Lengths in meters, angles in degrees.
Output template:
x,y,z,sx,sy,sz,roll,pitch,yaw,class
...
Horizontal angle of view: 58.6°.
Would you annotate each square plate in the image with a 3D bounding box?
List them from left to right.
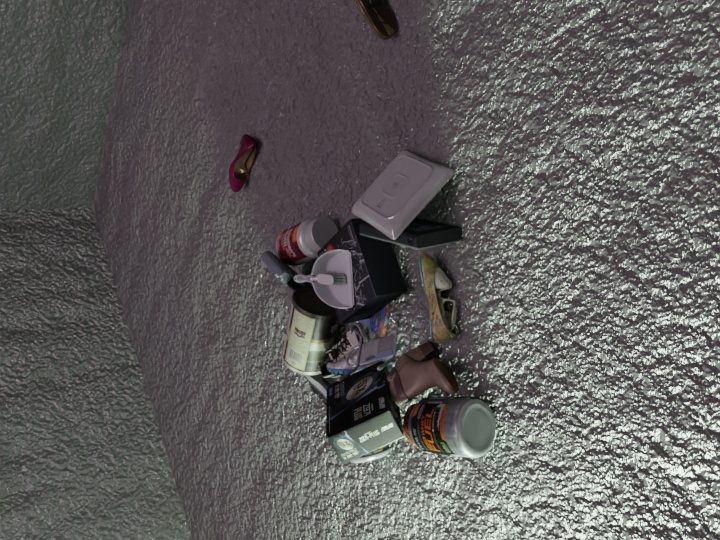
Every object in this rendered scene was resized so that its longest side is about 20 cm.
x,y,z,sx,sy,sz,roll,pitch,yaw,class
0.084,-0.179,1.415,0.199,0.028,0.199,-48,37,-4,square plate

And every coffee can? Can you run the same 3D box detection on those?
x,y,z,sx,sy,sz,roll,pitch,yaw,class
-0.138,0.168,1.806,0.146,0.144,0.204,42,128,41,coffee can

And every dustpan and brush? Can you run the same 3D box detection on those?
x,y,z,sx,sy,sz,roll,pitch,yaw,class
-0.097,0.020,1.588,0.198,0.056,0.143,2,98,55,dustpan and brush

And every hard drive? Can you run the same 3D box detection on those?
x,y,z,sx,sy,sz,roll,pitch,yaw,class
0.109,-0.088,1.422,0.198,0.137,0.034,19,115,51,hard drive

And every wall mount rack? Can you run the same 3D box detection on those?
x,y,z,sx,sy,sz,roll,pitch,yaw,class
0.024,0.200,1.561,0.197,0.075,0.176,-21,39,29,wall mount rack

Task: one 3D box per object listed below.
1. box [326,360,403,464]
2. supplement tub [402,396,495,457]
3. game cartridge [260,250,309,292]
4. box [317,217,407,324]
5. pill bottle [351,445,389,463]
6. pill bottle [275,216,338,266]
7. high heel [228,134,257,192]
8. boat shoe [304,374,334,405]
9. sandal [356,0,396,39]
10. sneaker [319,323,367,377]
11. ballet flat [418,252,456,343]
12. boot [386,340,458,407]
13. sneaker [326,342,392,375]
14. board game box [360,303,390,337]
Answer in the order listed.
x,y,z,sx,sy,sz,roll,pitch,yaw,class
0.007,0.331,1.517,0.087,0.161,0.201,60,-169,-23,box
0.189,0.340,1.404,0.198,0.120,0.126,-17,83,54,supplement tub
-0.203,0.020,1.851,0.041,0.200,0.133,-43,50,3,game cartridge
0.000,0.000,1.588,0.182,0.102,0.204,-40,64,48,box
0.003,0.388,1.677,0.111,0.110,0.205,-22,79,53,pill bottle
-0.150,-0.083,1.808,0.198,0.108,0.112,-17,82,54,pill bottle
-0.389,-0.344,2.122,0.096,0.066,0.204,46,129,53,high heel
-0.113,0.341,1.875,0.199,0.069,0.068,37,123,36,boat shoe
0.026,-0.623,1.510,0.054,0.079,0.204,125,125,-70,sandal
-0.048,0.228,1.742,0.076,0.086,0.202,55,134,34,sneaker
0.178,0.057,1.425,0.070,0.069,0.205,-12,86,54,ballet flat
0.133,0.253,1.447,0.146,0.070,0.201,-44,26,11,boot
-0.001,0.232,1.673,0.196,0.075,0.089,-6,78,28,sneaker
0.042,0.056,1.643,0.102,0.019,0.205,32,121,49,board game box
